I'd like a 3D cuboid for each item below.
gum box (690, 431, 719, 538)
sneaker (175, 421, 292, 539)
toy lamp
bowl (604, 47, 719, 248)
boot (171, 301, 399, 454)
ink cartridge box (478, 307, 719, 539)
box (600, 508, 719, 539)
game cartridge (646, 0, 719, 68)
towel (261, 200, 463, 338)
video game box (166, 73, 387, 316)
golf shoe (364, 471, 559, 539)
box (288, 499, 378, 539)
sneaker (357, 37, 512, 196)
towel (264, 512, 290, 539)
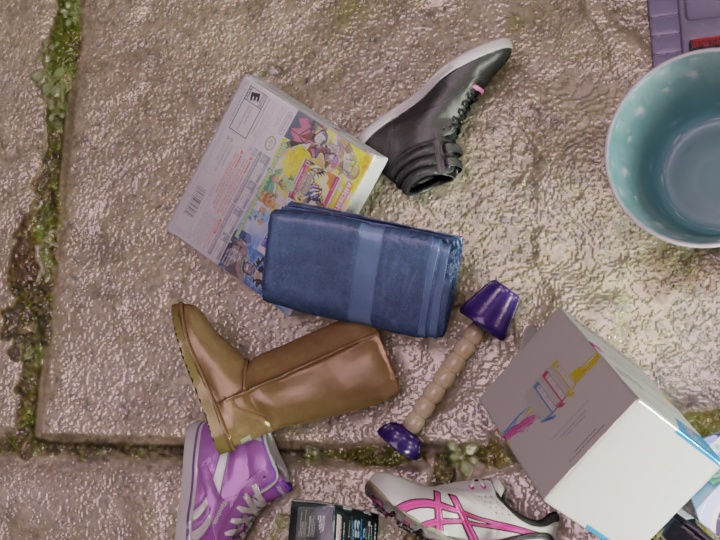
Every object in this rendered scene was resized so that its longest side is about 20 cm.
[{"bbox_3d":[0.412,0.238,1.286,0.169,0.045,0.201,-20,74,12],"label":"gum box"},{"bbox_3d":[-0.130,0.257,1.419,0.114,0.073,0.201,-2,78,13],"label":"sneaker"},{"bbox_3d":[0.094,0.100,1.398,0.058,0.058,0.200,37,92,19],"label":"toy lamp"},{"bbox_3d":[0.351,-0.107,1.335,0.200,0.105,0.202,-6,74,23],"label":"bowl"},{"bbox_3d":[-0.081,0.085,1.424,0.199,0.066,0.176,-21,83,-5],"label":"boot"},{"bbox_3d":[0.216,0.143,1.277,0.125,0.128,0.200,-49,28,10],"label":"ink cartridge box"},{"bbox_3d":[0.290,0.340,1.268,0.198,0.050,0.200,38,101,28],"label":"box"},{"bbox_3d":[0.400,-0.248,1.397,0.199,0.038,0.130,-5,73,14],"label":"game cartridge"},{"bbox_3d":[0.000,0.000,1.394,0.199,0.049,0.112,12,101,9],"label":"towel"},{"bbox_3d":[-0.092,-0.082,1.467,0.182,0.047,0.200,35,105,21],"label":"video game box"},{"bbox_3d":[0.102,0.243,1.361,0.199,0.073,0.092,25,80,9],"label":"golf shoe"},{"bbox_3d":[-0.029,0.325,1.293,0.046,0.159,0.201,0,77,17],"label":"box"},{"bbox_3d":[0.099,-0.157,1.445,0.200,0.071,0.099,-38,73,12],"label":"sneaker"},{"bbox_3d":[-0.034,0.353,1.391,0.200,0.036,0.149,28,86,20],"label":"towel"}]
